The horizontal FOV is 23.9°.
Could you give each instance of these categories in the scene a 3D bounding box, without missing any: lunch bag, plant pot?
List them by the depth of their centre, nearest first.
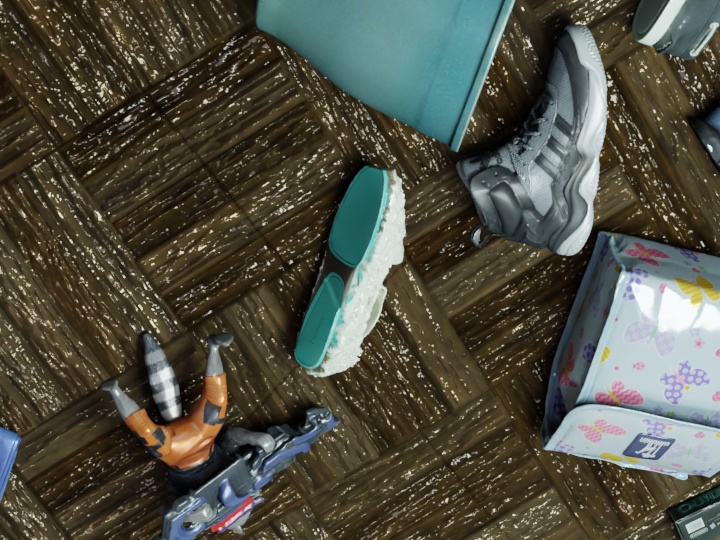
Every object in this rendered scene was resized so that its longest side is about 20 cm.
[{"bbox_3d":[0.025,-0.219,1.323,0.187,0.200,0.201,20,107,2],"label":"plant pot"},{"bbox_3d":[0.265,0.088,1.493,0.168,0.127,0.201,14,115,-9],"label":"lunch bag"}]

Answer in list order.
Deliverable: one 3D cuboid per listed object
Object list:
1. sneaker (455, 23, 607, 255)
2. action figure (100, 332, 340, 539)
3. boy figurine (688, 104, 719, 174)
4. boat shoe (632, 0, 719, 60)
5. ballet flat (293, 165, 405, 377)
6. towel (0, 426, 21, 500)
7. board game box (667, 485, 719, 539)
[{"bbox_3d":[0.141,-0.107,1.429,0.113,0.076,0.202,-1,113,-9],"label":"sneaker"},{"bbox_3d":[-0.126,0.143,1.502,0.199,0.104,0.195,-28,121,-25],"label":"action figure"},{"bbox_3d":[0.385,-0.146,1.452,0.199,0.065,0.125,-31,108,9],"label":"boy figurine"},{"bbox_3d":[0.297,-0.261,1.387,0.060,0.076,0.200,20,127,-19],"label":"boat shoe"},{"bbox_3d":[0.000,0.000,1.468,0.071,0.072,0.201,18,109,-13],"label":"ballet flat"},{"bbox_3d":[-0.413,0.178,1.498,0.199,0.024,0.146,19,106,-13],"label":"towel"},{"bbox_3d":[0.407,0.244,1.617,0.199,0.028,0.136,-25,111,2],"label":"board game box"}]
